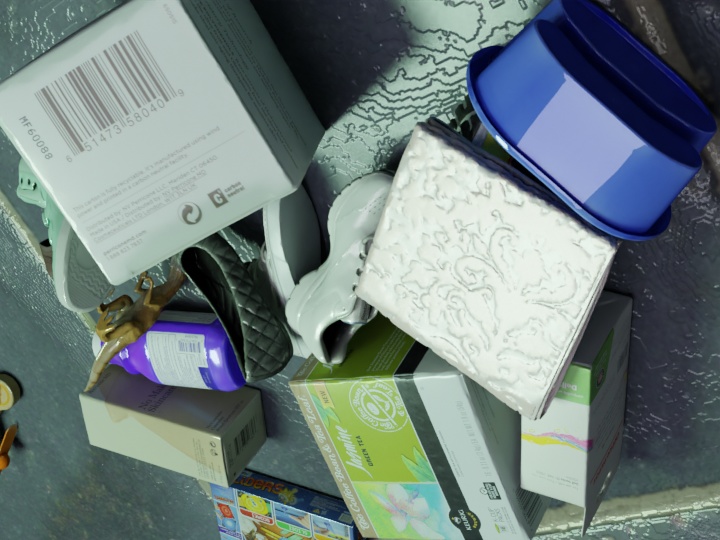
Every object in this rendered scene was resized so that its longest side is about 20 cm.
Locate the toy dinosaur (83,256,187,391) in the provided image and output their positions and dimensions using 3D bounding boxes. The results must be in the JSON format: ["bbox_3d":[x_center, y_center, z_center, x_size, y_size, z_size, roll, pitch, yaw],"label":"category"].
[{"bbox_3d":[-0.252,0.062,1.245,0.200,0.106,0.060,-48,58,4],"label":"toy dinosaur"}]

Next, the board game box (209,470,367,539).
[{"bbox_3d":[-0.085,0.321,1.422,0.198,0.035,0.136,13,128,23],"label":"board game box"}]

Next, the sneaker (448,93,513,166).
[{"bbox_3d":[0.113,-0.069,1.008,0.089,0.078,0.201,8,124,-6],"label":"sneaker"}]

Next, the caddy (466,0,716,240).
[{"bbox_3d":[0.172,-0.112,0.886,0.200,0.141,0.105,41,130,0],"label":"caddy"}]

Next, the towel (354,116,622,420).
[{"bbox_3d":[0.099,0.000,0.954,0.199,0.032,0.192,35,128,22],"label":"towel"}]

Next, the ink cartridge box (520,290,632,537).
[{"bbox_3d":[0.195,0.128,1.058,0.067,0.117,0.202,13,127,26],"label":"ink cartridge box"}]

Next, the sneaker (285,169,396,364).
[{"bbox_3d":[0.000,0.000,1.080,0.074,0.087,0.201,7,122,-30],"label":"sneaker"}]

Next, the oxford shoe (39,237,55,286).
[{"bbox_3d":[-0.274,-0.037,1.207,0.199,0.071,0.073,-29,96,39],"label":"oxford shoe"}]

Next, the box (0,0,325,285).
[{"bbox_3d":[-0.169,-0.135,1.016,0.198,0.172,0.201,-26,108,17],"label":"box"}]

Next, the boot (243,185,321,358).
[{"bbox_3d":[-0.090,0.000,1.171,0.095,0.074,0.202,7,122,28],"label":"boot"}]

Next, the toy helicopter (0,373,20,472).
[{"bbox_3d":[-0.516,0.217,1.587,0.132,0.079,0.200,46,121,3],"label":"toy helicopter"}]

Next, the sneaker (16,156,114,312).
[{"bbox_3d":[-0.291,-0.052,1.150,0.117,0.073,0.203,-11,72,39],"label":"sneaker"}]

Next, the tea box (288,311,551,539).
[{"bbox_3d":[0.070,0.146,1.136,0.195,0.134,0.201,-7,118,35],"label":"tea box"}]

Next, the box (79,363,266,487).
[{"bbox_3d":[-0.219,0.172,1.359,0.198,0.095,0.078,11,126,23],"label":"box"}]

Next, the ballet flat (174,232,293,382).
[{"bbox_3d":[-0.139,0.021,1.152,0.200,0.057,0.067,51,142,18],"label":"ballet flat"}]

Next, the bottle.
[{"bbox_3d":[-0.213,0.088,1.312,0.198,0.065,0.084,2,117,31],"label":"bottle"}]
